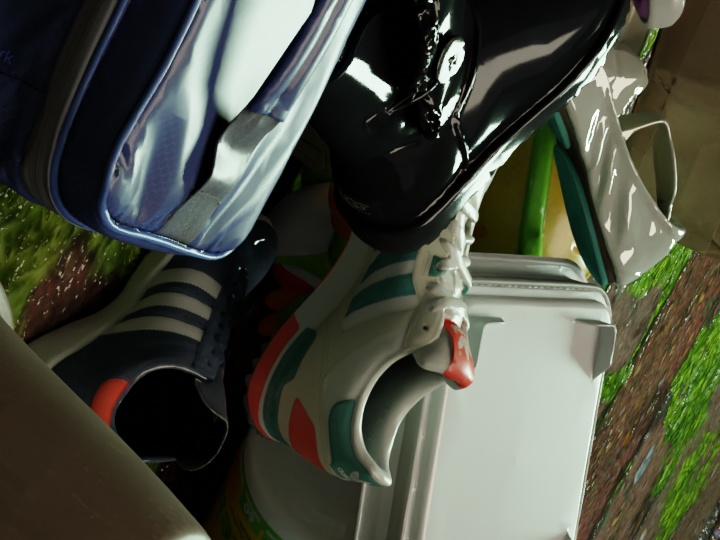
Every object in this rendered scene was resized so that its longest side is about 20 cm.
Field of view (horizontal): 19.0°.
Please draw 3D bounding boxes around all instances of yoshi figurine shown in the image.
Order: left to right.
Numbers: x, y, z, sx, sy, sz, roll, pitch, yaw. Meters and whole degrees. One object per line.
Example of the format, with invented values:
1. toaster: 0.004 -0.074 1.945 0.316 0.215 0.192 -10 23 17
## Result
1. yoshi figurine: 0.013 -0.007 1.150 0.113 0.111 0.201 -57 164 -34

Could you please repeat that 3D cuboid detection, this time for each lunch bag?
1. lunch bag: -0.063 -0.111 0.767 0.201 0.132 0.136 -63 161 5

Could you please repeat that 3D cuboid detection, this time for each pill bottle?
1. pill bottle: -0.030 0.148 1.212 0.111 0.111 0.200 -49 172 -33

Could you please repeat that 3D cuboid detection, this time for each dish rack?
1. dish rack: 0.071 0.094 1.110 0.171 0.043 0.202 3 99 -50

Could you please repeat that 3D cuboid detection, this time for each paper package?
1. paper package: 0.222 -0.137 1.216 0.191 0.103 0.201 96 14 -68

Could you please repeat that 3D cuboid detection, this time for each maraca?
1. maraca: 0.102 -0.028 1.300 0.138 0.106 0.201 91 6 -50

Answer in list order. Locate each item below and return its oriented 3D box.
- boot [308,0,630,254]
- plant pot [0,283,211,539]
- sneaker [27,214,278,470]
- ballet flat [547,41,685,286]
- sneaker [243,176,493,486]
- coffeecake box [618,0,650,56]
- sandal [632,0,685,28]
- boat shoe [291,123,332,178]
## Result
1. boot: 0.043 -0.119 0.913 0.201 0.076 0.168 -51 155 -15
2. plant pot: -0.150 0.099 0.768 0.201 0.174 0.201 -50 157 -31
3. sneaker: -0.082 0.043 1.000 0.200 0.084 0.075 -43 154 -43
4. ballet flat: 0.123 -0.078 1.108 0.070 0.069 0.201 -51 136 -28
5. sneaker: 0.031 0.009 0.998 0.201 0.093 0.070 -58 142 -2
6. coffeecake box: 0.142 -0.183 1.208 0.200 0.072 0.155 -61 172 -65
7. sandal: 0.117 -0.216 1.045 0.082 0.049 0.205 -144 -139 -85
8. boat shoe: -0.025 -0.110 0.952 0.069 0.074 0.200 -50 158 -14
